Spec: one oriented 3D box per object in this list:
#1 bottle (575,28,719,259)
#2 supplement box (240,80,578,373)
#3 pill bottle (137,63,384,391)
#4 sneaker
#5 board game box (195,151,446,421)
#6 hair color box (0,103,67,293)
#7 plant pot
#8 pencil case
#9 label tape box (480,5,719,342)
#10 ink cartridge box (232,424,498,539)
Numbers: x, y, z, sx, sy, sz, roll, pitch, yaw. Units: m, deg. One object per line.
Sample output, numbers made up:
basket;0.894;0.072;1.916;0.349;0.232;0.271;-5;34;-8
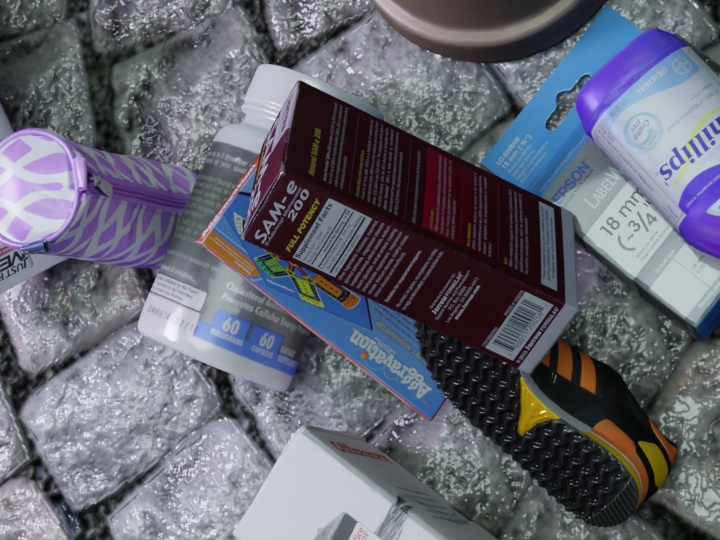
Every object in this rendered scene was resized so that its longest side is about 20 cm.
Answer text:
bottle;0.220;-0.054;1.061;0.083;0.065;0.200;-40;71;3
supplement box;0.033;-0.027;1.066;0.199;0.109;0.061;26;123;-12
pill bottle;-0.064;-0.030;1.186;0.113;0.114;0.201;21;87;19
sneaker;0.120;0.074;1.131;0.200;0.090;0.070;47;129;16
board game box;0.000;0.000;1.141;0.200;0.019;0.103;39;81;-19
hair color box;-0.294;-0.077;1.225;0.099;0.061;0.201;-30;106;-26
plant pot;0.069;-0.257;1.156;0.199;0.175;0.202;-4;78;17
pencil case;-0.174;-0.047;1.181;0.085;0.200;0.084;-20;81;19
label tape box;0.189;-0.073;1.143;0.200;0.063;0.144;40;92;19
ink cartridge box;0.037;0.192;1.097;0.200;0.147;0.083;36;93;21
